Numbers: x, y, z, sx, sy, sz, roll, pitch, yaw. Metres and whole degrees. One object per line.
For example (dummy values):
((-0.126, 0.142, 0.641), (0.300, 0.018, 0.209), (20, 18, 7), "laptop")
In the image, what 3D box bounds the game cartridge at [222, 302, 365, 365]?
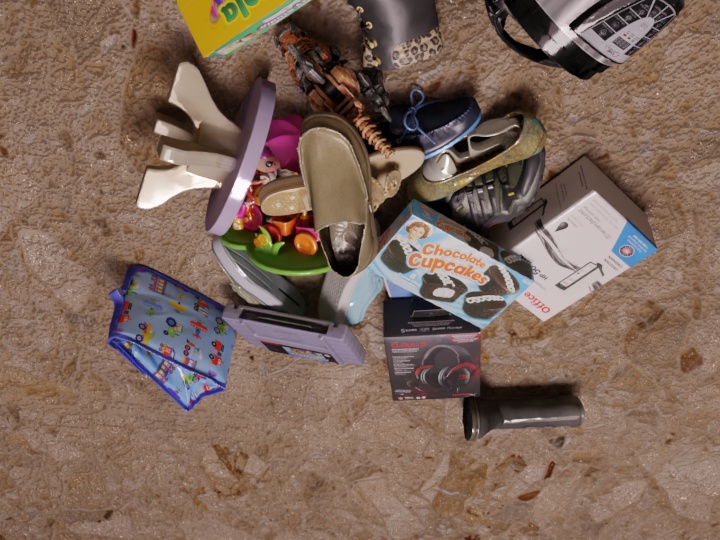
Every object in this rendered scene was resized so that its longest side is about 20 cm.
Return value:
((-0.099, 0.101, 1.254), (0.198, 0.039, 0.130), (9, 155, 19), "game cartridge")

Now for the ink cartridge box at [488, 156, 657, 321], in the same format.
((0.282, -0.037, 1.145), (0.145, 0.085, 0.200), (34, 125, -25), "ink cartridge box")

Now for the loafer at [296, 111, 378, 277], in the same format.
((-0.021, -0.078, 0.917), (0.075, 0.068, 0.202), (-10, 120, 14), "loafer")

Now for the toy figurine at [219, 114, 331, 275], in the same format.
((-0.103, -0.115, 1.085), (0.198, 0.150, 0.186), (14, 122, 23), "toy figurine")

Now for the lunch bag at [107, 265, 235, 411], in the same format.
((-0.291, 0.087, 1.232), (0.094, 0.151, 0.200), (-31, 125, 27), "lunch bag")

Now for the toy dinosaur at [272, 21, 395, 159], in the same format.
((-0.031, -0.201, 0.954), (0.101, 0.202, 0.136), (-23, 163, 18), "toy dinosaur")

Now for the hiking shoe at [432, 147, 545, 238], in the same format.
((0.160, -0.105, 1.093), (0.100, 0.076, 0.200), (23, 130, -23), "hiking shoe")

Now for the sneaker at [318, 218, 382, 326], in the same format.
((0.000, 0.000, 1.213), (0.081, 0.074, 0.201), (-5, 135, -34), "sneaker")

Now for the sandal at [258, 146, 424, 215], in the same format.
((-0.014, -0.085, 0.989), (0.209, 0.070, 0.078), (-14, 153, -8), "sandal")

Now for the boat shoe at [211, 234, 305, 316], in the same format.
((-0.161, 0.019, 1.222), (0.062, 0.072, 0.200), (-21, 130, 27), "boat shoe")

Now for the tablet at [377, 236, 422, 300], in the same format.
((0.094, -0.002, 1.189), (0.129, 0.014, 0.200), (-4, 151, 9), "tablet")

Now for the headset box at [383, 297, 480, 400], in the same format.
((0.113, 0.118, 1.286), (0.147, 0.076, 0.201), (-3, 139, 5), "headset box")

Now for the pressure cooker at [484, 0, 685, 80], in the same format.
((0.233, -0.299, 0.851), (0.176, 0.179, 0.200), (46, 122, -6), "pressure cooker")

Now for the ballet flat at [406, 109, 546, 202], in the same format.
((0.136, -0.149, 1.043), (0.198, 0.071, 0.071), (-21, 129, 23), "ballet flat")

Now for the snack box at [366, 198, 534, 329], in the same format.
((0.120, -0.005, 1.105), (0.199, 0.037, 0.116), (27, 130, -18), "snack box")

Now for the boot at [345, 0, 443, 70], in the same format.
((-0.002, -0.300, 0.922), (0.198, 0.074, 0.152), (-12, 128, 4), "boot")

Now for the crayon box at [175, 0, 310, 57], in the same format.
((-0.113, -0.344, 0.837), (0.199, 0.058, 0.174), (-26, 92, 24), "crayon box")

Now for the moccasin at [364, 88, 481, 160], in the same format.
((0.052, -0.174, 1.032), (0.198, 0.081, 0.068), (-22, 124, 20), "moccasin")

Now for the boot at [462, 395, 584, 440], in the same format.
((0.271, 0.244, 1.367), (0.198, 0.182, 0.073), (6, 97, 6), "boot")

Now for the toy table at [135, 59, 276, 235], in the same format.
((-0.193, -0.153, 1.007), (0.116, 0.184, 0.202), (16, 95, -23), "toy table")
